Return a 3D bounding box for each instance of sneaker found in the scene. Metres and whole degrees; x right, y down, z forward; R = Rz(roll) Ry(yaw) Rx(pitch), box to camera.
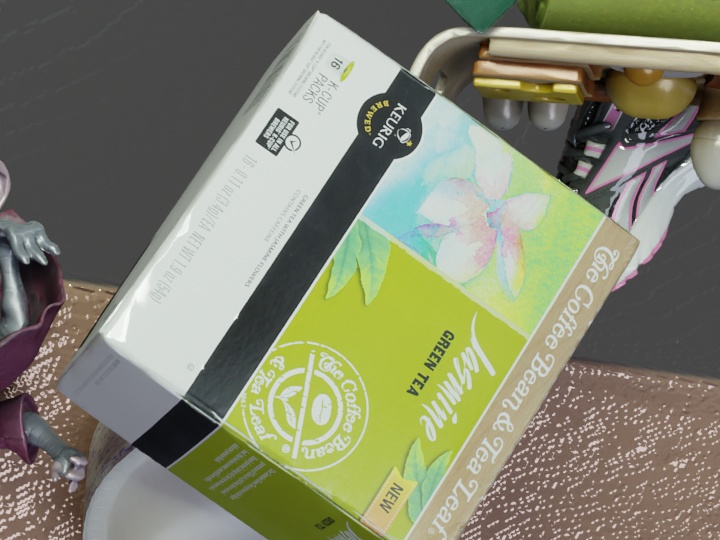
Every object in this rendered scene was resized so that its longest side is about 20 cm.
[{"bbox_3d":[0.137,-0.062,1.554,0.200,0.080,0.086,-44,113,-5],"label":"sneaker"}]

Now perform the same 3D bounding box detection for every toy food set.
[{"bbox_3d":[0.127,-0.079,1.446,0.199,0.143,0.061,5,86,9],"label":"toy food set"}]

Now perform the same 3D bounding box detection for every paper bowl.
[{"bbox_3d":[-0.048,0.139,1.519,0.200,0.105,0.201,1,131,1],"label":"paper bowl"}]

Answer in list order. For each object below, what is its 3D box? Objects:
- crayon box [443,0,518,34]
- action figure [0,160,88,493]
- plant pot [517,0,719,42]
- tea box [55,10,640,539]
[{"bbox_3d":[-0.005,-0.212,1.372,0.051,0.127,0.200,-43,123,4],"label":"crayon box"},{"bbox_3d":[-0.223,0.064,1.451,0.134,0.149,0.200,-14,149,-34],"label":"action figure"},{"bbox_3d":[0.174,-0.185,1.440,0.189,0.200,0.201,-4,119,-8],"label":"plant pot"},{"bbox_3d":[-0.008,0.022,1.393,0.196,0.134,0.200,35,71,-6],"label":"tea box"}]
